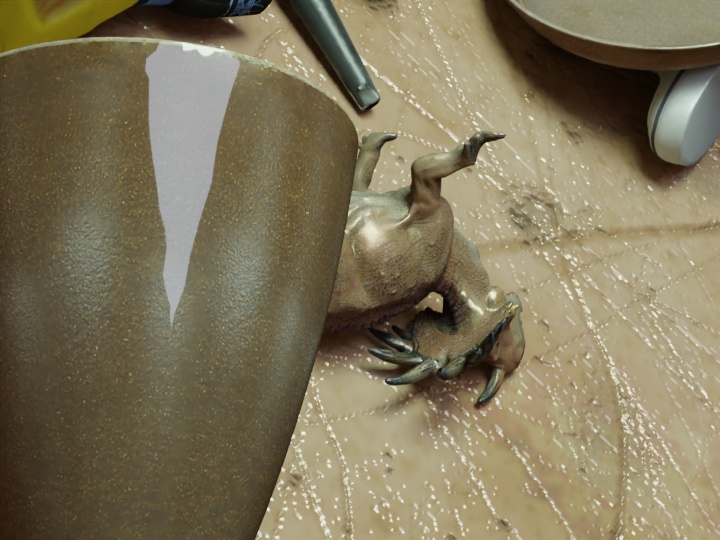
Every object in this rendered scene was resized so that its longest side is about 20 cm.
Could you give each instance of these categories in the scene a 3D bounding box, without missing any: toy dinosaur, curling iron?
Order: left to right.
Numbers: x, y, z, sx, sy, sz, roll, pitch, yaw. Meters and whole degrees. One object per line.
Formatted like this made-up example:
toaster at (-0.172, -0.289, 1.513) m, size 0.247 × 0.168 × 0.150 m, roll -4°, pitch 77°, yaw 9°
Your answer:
curling iron at (-0.036, -0.179, 1.221) m, size 0.026 × 0.049 × 0.201 m, roll -4°, pitch 69°, yaw -62°
toy dinosaur at (0.000, 0.000, 1.098) m, size 0.198 × 0.086 × 0.137 m, roll 0°, pitch 93°, yaw -15°

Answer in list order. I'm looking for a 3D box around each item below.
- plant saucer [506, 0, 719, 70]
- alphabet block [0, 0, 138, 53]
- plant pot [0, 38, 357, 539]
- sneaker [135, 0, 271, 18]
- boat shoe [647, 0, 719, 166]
plant saucer at (0.172, -0.174, 1.314) m, size 0.199 × 0.035 × 0.201 m, roll -1°, pitch 40°, yaw 1°
alphabet block at (-0.149, -0.249, 1.060) m, size 0.196 × 0.195 × 0.201 m, roll -32°, pitch 76°, yaw -8°
plant pot at (-0.095, 0.035, 0.941) m, size 0.186 × 0.187 × 0.201 m, roll 12°, pitch 66°, yaw -26°
sneaker at (-0.097, -0.221, 1.207) m, size 0.077 × 0.070 × 0.201 m, roll 7°, pitch 61°, yaw -34°
boat shoe at (0.198, -0.136, 1.343) m, size 0.069 × 0.071 × 0.200 m, roll 19°, pitch 47°, yaw 17°
